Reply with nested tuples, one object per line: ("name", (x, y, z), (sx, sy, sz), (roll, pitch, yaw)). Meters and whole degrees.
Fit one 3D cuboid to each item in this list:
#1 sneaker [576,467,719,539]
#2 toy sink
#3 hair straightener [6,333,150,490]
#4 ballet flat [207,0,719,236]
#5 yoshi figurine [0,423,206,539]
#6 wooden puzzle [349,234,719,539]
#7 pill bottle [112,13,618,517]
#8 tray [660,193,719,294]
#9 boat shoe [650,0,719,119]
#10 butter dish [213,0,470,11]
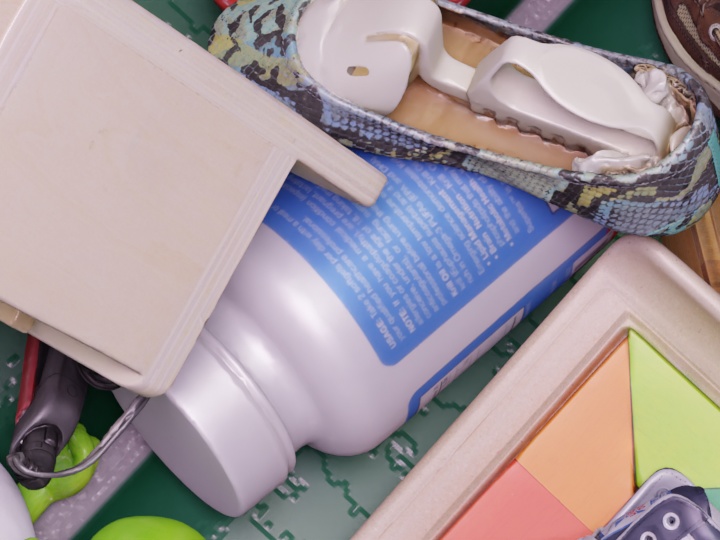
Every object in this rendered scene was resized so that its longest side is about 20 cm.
("sneaker", (0.062, 0.115, 1.016), (0.199, 0.070, 0.109), (16, 97, -1))
("toy sink", (-0.109, -0.038, 0.965), (0.130, 0.200, 0.112), (27, 87, 39))
("hair straightener", (-0.099, 0.006, 1.037), (0.041, 0.077, 0.200), (42, 30, -23))
("ballet flat", (0.040, -0.073, 1.022), (0.199, 0.074, 0.075), (16, 71, 6))
("yoshi figurine", (-0.124, 0.096, 1.041), (0.200, 0.112, 0.112), (40, 65, 1))
("wooden puzzle", (0.106, 0.117, 1.062), (0.185, 0.037, 0.200), (42, 99, 4))
("pill bottle", (0.000, 0.000, 1.085), (0.200, 0.112, 0.112), (-40, 83, -18))
("tray", (0.227, 0.013, 1.135), (0.199, 0.037, 0.099), (-2, 62, -18))
("boat shoe", (0.175, -0.090, 1.124), (0.074, 0.075, 0.203), (-7, 48, -17))
("butter dish", (-0.012, -0.161, 1.113), (0.199, 0.200, 0.148), (26, 105, -9))
